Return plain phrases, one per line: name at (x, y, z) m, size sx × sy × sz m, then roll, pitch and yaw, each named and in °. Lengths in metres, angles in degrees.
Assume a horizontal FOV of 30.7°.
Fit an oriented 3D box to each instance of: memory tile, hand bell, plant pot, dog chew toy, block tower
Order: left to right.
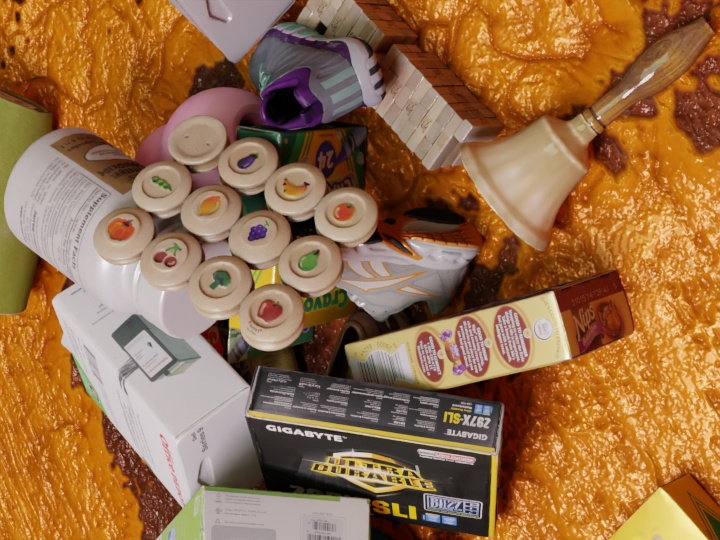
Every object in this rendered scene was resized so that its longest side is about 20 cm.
plant pot at (-0.395, -0.086, 1.346) m, size 0.186 × 0.186 × 0.202 m, roll 28°, pitch 97°, yaw 29°
dog chew toy at (-0.151, -0.086, 1.193) m, size 0.199 × 0.124 × 0.126 m, roll -21°, pitch 85°, yaw 43°
memory tile at (-0.096, -0.035, 1.002) m, size 0.198 × 0.154 × 0.017 m, roll 26°, pitch 154°, yaw 25°
block tower at (0.027, -0.167, 1.089) m, size 0.200 × 0.054 × 0.058 m, roll 49°, pitch 122°, yaw 20°
hand bell at (0.180, -0.117, 0.980) m, size 0.200 × 0.104 × 0.105 m, roll -41°, pitch 74°, yaw 21°

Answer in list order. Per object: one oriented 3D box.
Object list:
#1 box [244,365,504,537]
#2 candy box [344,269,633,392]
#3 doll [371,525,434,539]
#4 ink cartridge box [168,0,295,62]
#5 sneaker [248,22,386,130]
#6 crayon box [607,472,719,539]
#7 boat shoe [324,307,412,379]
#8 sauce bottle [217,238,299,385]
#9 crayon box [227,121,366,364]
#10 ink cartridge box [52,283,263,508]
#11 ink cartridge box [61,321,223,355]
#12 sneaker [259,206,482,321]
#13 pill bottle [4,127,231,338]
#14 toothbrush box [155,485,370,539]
box at (0.015, 0.148, 1.053) m, size 0.197 × 0.160 × 0.050 m, roll 8°, pitch 59°, yaw 9°
candy box at (0.100, 0.055, 1.033) m, size 0.198 × 0.116 × 0.057 m, roll -19°, pitch 86°, yaw 36°
doll at (0.020, 0.298, 1.168) m, size 0.200 × 0.048 × 0.137 m, roll -44°, pitch 73°, yaw 35°
ink cartridge box at (-0.164, -0.292, 1.130) m, size 0.084 × 0.145 × 0.200 m, roll -45°, pitch 62°, yaw 0°
sneaker at (-0.064, -0.156, 1.081) m, size 0.199 × 0.087 × 0.075 m, roll 14°, pitch 131°, yaw 60°
crayon box at (0.237, 0.288, 1.006) m, size 0.173 × 0.058 × 0.201 m, roll 48°, pitch 121°, yaw 20°
boat shoe at (-0.012, 0.123, 1.153) m, size 0.071 × 0.067 × 0.203 m, roll 24°, pitch 111°, yaw 30°
sauce bottle at (-0.096, 0.064, 1.202) m, size 0.065 × 0.066 × 0.203 m, roll -16°, pitch 90°, yaw 36°
crayon box at (-0.053, -0.023, 1.125) m, size 0.051 × 0.125 × 0.203 m, roll 12°, pitch 104°, yaw 33°
ink cartridge box at (-0.176, 0.107, 1.165) m, size 0.200 × 0.084 × 0.147 m, roll 42°, pitch 154°, yaw 32°
ink cartridge box at (-0.201, 0.059, 1.291) m, size 0.199 × 0.050 × 0.164 m, roll 38°, pitch 118°, yaw 28°
sneaker at (0.000, 0.000, 1.063) m, size 0.076 × 0.197 × 0.093 m, roll -114°, pitch 35°, yaw -55°
pill bottle at (-0.198, -0.030, 1.098) m, size 0.199 × 0.114 × 0.116 m, roll 32°, pitch 114°, yaw 31°
toothbrush box at (-0.089, 0.252, 1.105) m, size 0.200 × 0.143 × 0.087 m, roll 127°, pitch 146°, yaw -58°
